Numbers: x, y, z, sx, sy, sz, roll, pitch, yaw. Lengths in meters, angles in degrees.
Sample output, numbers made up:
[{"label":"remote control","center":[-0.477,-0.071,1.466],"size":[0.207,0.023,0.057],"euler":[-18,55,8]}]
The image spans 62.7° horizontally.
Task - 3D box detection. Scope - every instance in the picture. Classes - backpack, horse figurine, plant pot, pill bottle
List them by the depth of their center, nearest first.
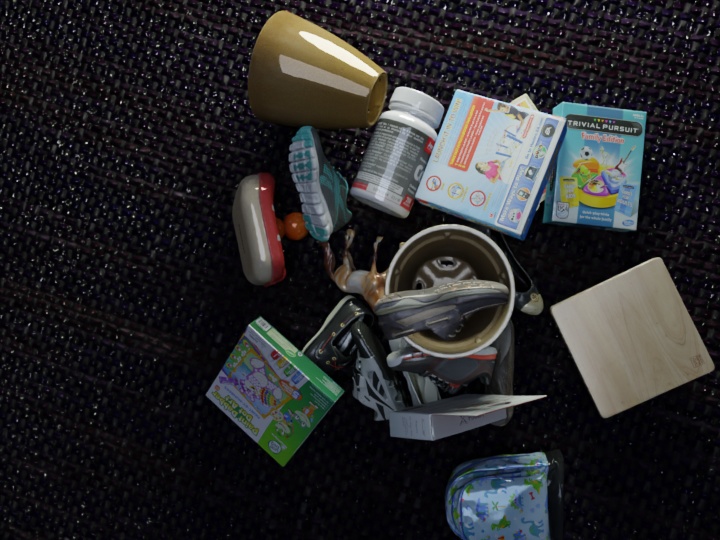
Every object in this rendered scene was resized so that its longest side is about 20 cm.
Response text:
[{"label":"plant pot","center":[0.145,0.034,0.985],"size":[0.197,0.183,0.204],"euler":[0,89,6]},{"label":"backpack","center":[0.240,0.390,0.997],"size":[0.197,0.153,0.166],"euler":[1,95,20]},{"label":"plant pot","center":[-0.061,-0.319,1.006],"size":[0.198,0.186,0.189],"euler":[21,91,15]},{"label":"pill bottle","center":[0.068,-0.205,1.036],"size":[0.113,0.114,0.203],"euler":[22,91,7]},{"label":"horse figurine","center":[0.000,0.000,1.050],"size":[0.198,0.050,0.135],"euler":[17,96,38]}]

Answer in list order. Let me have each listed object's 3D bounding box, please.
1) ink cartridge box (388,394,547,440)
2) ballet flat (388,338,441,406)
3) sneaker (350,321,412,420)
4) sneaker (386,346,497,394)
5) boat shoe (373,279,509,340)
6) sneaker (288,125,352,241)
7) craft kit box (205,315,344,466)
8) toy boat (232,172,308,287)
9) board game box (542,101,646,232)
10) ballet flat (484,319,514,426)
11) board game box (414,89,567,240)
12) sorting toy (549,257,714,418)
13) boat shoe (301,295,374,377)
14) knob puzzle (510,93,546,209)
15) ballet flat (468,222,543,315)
[{"label":"ink cartridge box","center":[0.172,0.230,0.933],"size":[0.172,0.198,0.044],"euler":[-10,82,47]},{"label":"ballet flat","center":[0.104,0.172,1.043],"size":[0.068,0.069,0.203],"euler":[-18,87,6]},{"label":"sneaker","center":[0.014,0.186,1.032],"size":[0.087,0.074,0.202],"euler":[-22,108,13]},{"label":"sneaker","center":[0.140,0.168,0.985],"size":[0.197,0.077,0.083],"euler":[0,89,-14]},{"label":"boat shoe","center":[0.120,0.061,0.867],"size":[0.197,0.074,0.074],"euler":[-9,97,15]},{"label":"sneaker","center":[-0.066,-0.159,1.048],"size":[0.077,0.091,0.203],"euler":[16,124,45]},{"label":"craft kit box","center":[-0.157,0.217,1.050],"size":[0.199,0.048,0.198],"euler":[39,122,7]},{"label":"toy boat","center":[-0.155,-0.077,1.072],"size":[0.129,0.130,0.203],"euler":[-11,87,-24]},{"label":"board game box","center":[0.402,-0.176,1.016],"size":[0.148,0.047,0.203],"euler":[5,89,-4]},{"label":"ballet flat","center":[0.247,0.171,1.043],"size":[0.067,0.046,0.203],"euler":[-6,81,40]},{"label":"board game box","center":[0.219,-0.179,0.999],"size":[0.194,0.056,0.203],"euler":[23,92,23]},{"label":"sorting toy","center":[0.449,0.112,1.004],"size":[0.197,0.070,0.202],"euler":[-25,86,6]},{"label":"boat shoe","center":[-0.051,0.143,1.056],"size":[0.063,0.073,0.203],"euler":[35,91,43]},{"label":"knob puzzle","center":[0.260,-0.190,1.055],"size":[0.216,0.030,0.224],"euler":[0,89,7]},{"label":"ballet flat","center":[0.255,-0.009,1.029],"size":[0.066,0.057,0.201],"euler":[-30,82,-36]}]
